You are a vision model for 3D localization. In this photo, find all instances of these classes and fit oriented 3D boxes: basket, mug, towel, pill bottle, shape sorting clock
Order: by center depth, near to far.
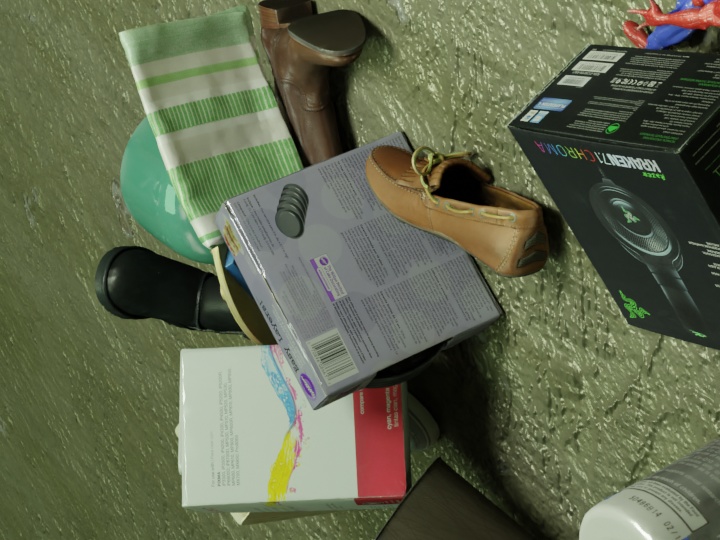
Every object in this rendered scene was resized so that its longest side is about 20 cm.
[{"bbox_3d":[0.256,0.169,1.284,0.114,0.200,0.114,43,146,39],"label":"pill bottle"},{"bbox_3d":[0.108,0.279,1.663,0.200,0.180,0.136,34,120,9],"label":"basket"},{"bbox_3d":[-0.121,-0.127,1.682,0.023,0.152,0.200,-18,92,44],"label":"towel"},{"bbox_3d":[-0.091,-0.025,1.758,0.039,0.200,0.200,-6,110,25],"label":"shape sorting clock"},{"bbox_3d":[-0.145,-0.095,1.848,0.114,0.152,0.185,34,152,47],"label":"mug"}]

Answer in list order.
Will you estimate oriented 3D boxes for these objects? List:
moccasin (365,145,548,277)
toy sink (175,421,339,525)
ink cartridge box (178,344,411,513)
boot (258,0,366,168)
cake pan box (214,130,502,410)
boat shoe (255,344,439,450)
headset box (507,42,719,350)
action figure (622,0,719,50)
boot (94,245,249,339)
[{"bbox_3d":[0.076,-0.064,1.569,0.201,0.073,0.078,37,132,49],"label":"moccasin"},{"bbox_3d":[-0.060,0.165,1.930,0.130,0.200,0.112,52,120,29],"label":"toy sink"},{"bbox_3d":[-0.057,0.143,1.725,0.145,0.199,0.145,70,-163,-80],"label":"ink cartridge box"},{"bbox_3d":[-0.031,-0.134,1.714,0.186,0.064,0.201,-138,36,-62],"label":"boot"},{"bbox_3d":[0.000,0.000,1.635,0.200,0.184,0.052,61,157,10],"label":"cake pan box"},{"bbox_3d":[-0.023,0.130,1.835,0.200,0.072,0.070,28,145,13],"label":"boat shoe"},{"bbox_3d":[0.219,-0.040,1.249,0.174,0.093,0.200,17,147,56],"label":"headset box"},{"bbox_3d":[0.216,-0.171,1.237,0.052,0.065,0.200,50,154,-6],"label":"action figure"},{"bbox_3d":[-0.145,0.027,1.892,0.162,0.198,0.074,5,79,31],"label":"boot"}]
